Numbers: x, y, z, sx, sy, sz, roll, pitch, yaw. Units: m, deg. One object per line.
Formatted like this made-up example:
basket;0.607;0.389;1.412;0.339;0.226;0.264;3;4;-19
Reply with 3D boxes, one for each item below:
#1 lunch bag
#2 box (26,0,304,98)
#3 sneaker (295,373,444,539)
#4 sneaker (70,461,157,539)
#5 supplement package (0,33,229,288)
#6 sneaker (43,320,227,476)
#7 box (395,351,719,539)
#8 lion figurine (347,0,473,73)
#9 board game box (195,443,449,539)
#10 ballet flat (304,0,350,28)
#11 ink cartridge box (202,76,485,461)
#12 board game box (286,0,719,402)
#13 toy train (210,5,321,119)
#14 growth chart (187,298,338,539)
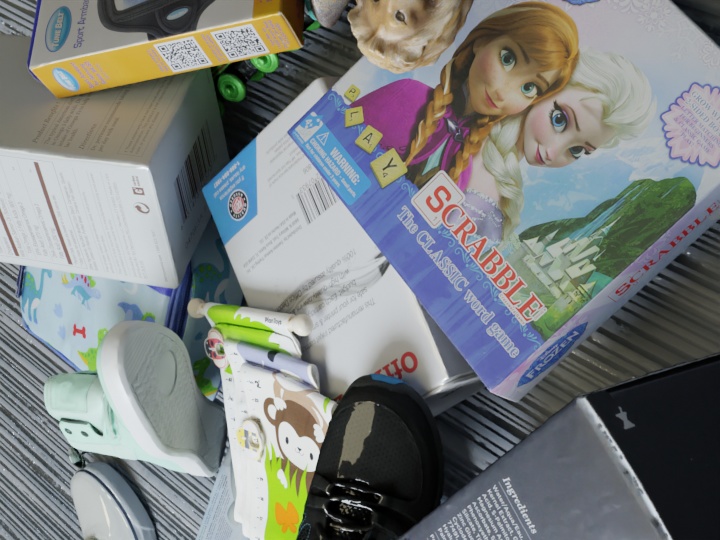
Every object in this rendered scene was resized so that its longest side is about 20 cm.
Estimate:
lunch bag;-0.180;0.006;1.071;0.200;0.082;0.161;36;119;36
box;-0.132;-0.182;0.901;0.199;0.041;0.119;-8;59;16
sneaker;-0.003;0.159;0.786;0.073;0.082;0.201;13;101;15
sneaker;-0.203;0.254;1.143;0.073;0.071;0.200;-40;68;43
supplement package;-0.206;-0.079;0.962;0.199;0.117;0.117;9;139;14
sneaker;-0.169;0.087;0.926;0.118;0.201;0.074;6;65;12
box;0.121;0.142;0.723;0.200;0.148;0.104;-47;64;41
lion figurine;0.003;-0.188;0.759;0.123;0.072;0.200;-52;46;2
board game box;-0.042;0.217;0.925;0.199;0.043;0.201;15;84;50
ballet flat;-0.002;-0.250;0.851;0.067;0.068;0.201;2;102;19
ink cartridge box;0.000;0.000;0.873;0.145;0.084;0.200;-36;71;44
board game box;0.089;-0.071;0.737;0.200;0.041;0.200;-44;63;11
toy train;-0.100;-0.143;0.974;0.056;0.042;0.200;46;136;-12
growth chart;-0.050;0.115;0.878;0.145;0.018;0.201;-2;98;51
